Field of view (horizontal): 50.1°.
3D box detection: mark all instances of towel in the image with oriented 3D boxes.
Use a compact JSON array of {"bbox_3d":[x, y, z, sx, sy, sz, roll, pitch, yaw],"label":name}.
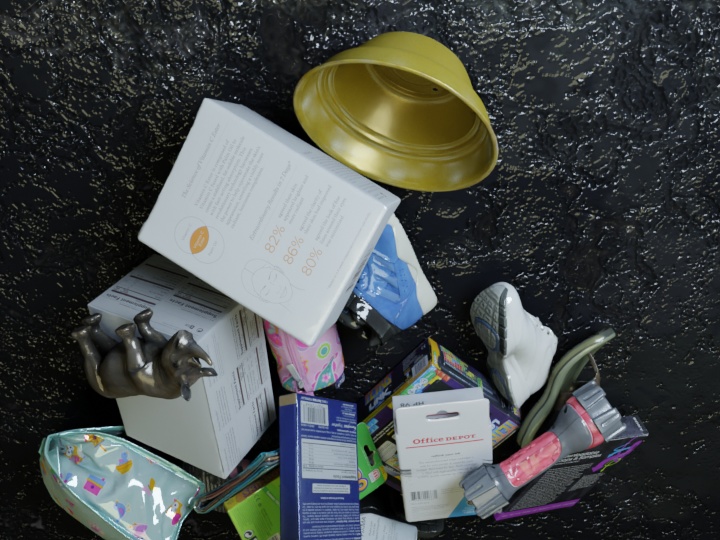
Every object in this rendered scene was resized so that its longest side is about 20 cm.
[{"bbox_3d":[-0.103,0.231,0.961,0.146,0.199,0.022,-39,80,30],"label":"towel"}]

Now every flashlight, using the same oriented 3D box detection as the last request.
[{"bbox_3d":[0.207,0.210,0.890,0.199,0.068,0.068,-35,101,3],"label":"flashlight"}]

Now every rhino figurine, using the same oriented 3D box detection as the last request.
[{"bbox_3d":[-0.209,0.087,0.755,0.198,0.060,0.089,-4,111,38],"label":"rhino figurine"}]

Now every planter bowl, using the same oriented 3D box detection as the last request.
[{"bbox_3d":[0.043,-0.163,0.728,0.198,0.084,0.201,17,159,7],"label":"planter bowl"}]

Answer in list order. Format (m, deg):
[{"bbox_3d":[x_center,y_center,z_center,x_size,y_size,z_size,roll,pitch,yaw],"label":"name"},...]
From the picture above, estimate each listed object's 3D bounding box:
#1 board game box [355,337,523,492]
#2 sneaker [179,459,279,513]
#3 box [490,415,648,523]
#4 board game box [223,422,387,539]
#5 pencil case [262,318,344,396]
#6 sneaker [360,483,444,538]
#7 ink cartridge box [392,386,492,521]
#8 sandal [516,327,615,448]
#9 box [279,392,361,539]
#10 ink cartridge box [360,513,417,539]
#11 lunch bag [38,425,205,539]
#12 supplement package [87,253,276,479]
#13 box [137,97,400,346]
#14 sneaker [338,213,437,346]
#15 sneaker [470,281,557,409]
[{"bbox_3d":[0.086,0.203,1.015,0.165,0.057,0.200,34,118,-23],"label":"board game box"},{"bbox_3d":[-0.156,0.295,1.074,0.197,0.082,0.071,8,102,22],"label":"sneaker"},{"bbox_3d":[0.270,0.265,1.022,0.141,0.036,0.201,0,138,-28],"label":"box"},{"bbox_3d":[-0.063,0.275,0.959,0.198,0.030,0.097,-29,111,-17],"label":"board game box"},{"bbox_3d":[-0.075,0.054,0.897,0.086,0.088,0.202,-8,123,6],"label":"pencil case"},{"bbox_3d":[0.023,0.350,1.114,0.197,0.076,0.091,14,133,-1],"label":"sneaker"},{"bbox_3d":[0.101,0.214,0.948,0.114,0.067,0.202,-6,124,2],"label":"ink cartridge box"},{"bbox_3d":[0.263,0.152,0.954,0.057,0.079,0.203,39,122,27],"label":"sandal"},{"bbox_3d":[-0.044,0.249,0.880,0.032,0.203,0.121,-16,157,32],"label":"box"},{"bbox_3d":[-0.044,0.370,1.066,0.198,0.048,0.160,23,141,-13],"label":"ink cartridge box"},{"bbox_3d":[-0.318,0.271,0.984,0.199,0.123,0.170,34,153,-10],"label":"lunch bag"},{"bbox_3d":[-0.198,0.109,0.884,0.154,0.111,0.202,15,128,25],"label":"supplement package"},{"bbox_3d":[-0.085,-0.051,0.753,0.199,0.106,0.153,32,103,5],"label":"box"},{"bbox_3d":[0.001,0.000,0.845,0.111,0.077,0.201,-39,127,-12],"label":"sneaker"},{"bbox_3d":[0.189,0.079,0.925,0.086,0.075,0.201,-30,136,-8],"label":"sneaker"}]
